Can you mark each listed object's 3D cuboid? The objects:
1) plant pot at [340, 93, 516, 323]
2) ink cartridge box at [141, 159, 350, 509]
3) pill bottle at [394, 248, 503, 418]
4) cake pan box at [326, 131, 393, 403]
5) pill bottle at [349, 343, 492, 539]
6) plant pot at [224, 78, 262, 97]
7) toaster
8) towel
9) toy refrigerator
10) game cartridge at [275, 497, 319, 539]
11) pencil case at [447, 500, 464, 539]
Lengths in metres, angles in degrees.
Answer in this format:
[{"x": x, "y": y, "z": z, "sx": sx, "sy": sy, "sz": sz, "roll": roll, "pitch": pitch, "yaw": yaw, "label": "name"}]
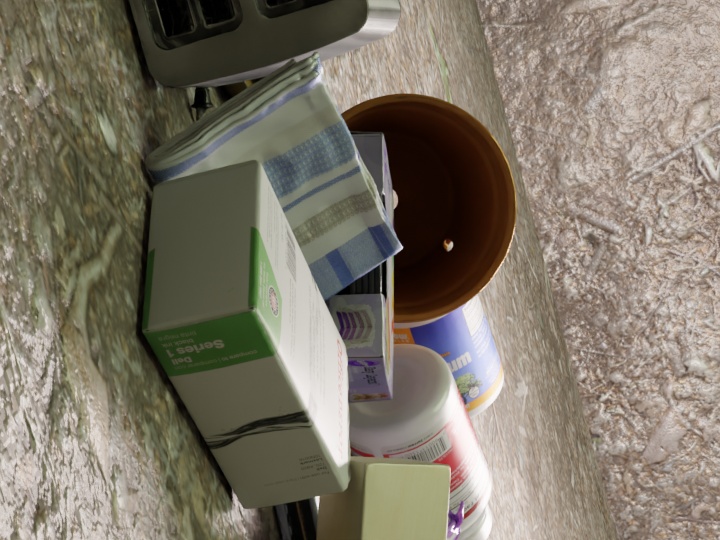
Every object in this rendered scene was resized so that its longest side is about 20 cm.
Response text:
[{"x": 0.032, "y": -0.060, "z": 1.868, "sx": 0.140, "sy": 0.199, "sz": 0.201, "roll": -136, "pitch": -149, "yaw": -82, "label": "plant pot"}, {"x": -0.075, "y": 0.049, "z": 1.441, "sx": 0.147, "sy": 0.084, "sz": 0.200, "roll": -91, "pitch": 164, "yaw": -45, "label": "ink cartridge box"}, {"x": 0.066, "y": 0.047, "z": 2.065, "sx": 0.112, "sy": 0.112, "sz": 0.201, "roll": -87, "pitch": 160, "yaw": -55, "label": "pill bottle"}, {"x": 0.000, "y": 0.000, "z": 1.677, "sx": 0.200, "sy": 0.052, "sz": 0.185, "roll": 77, "pitch": 11, "yaw": -75, "label": "cake pan box"}, {"x": 0.054, "y": 0.170, "z": 1.862, "sx": 0.113, "sy": 0.112, "sz": 0.200, "roll": -91, "pitch": 164, "yaw": -47, "label": "pill bottle"}, {"x": -0.106, "y": -0.218, "z": 1.745, "sx": 0.200, "sy": 0.027, "sz": 0.201, "roll": -14, "pitch": 90, "yaw": -78, "label": "plant pot"}, {"x": -0.079, "y": -0.226, "z": 1.514, "sx": 0.119, "sy": 0.180, "sz": 0.201, "roll": -29, "pitch": 105, "yaw": -75, "label": "toaster"}, {"x": -0.058, "y": -0.047, "z": 1.498, "sx": 0.024, "sy": 0.147, "sz": 0.200, "roll": 48, "pitch": -12, "yaw": 48, "label": "towel"}, {"x": 0.011, "y": 0.237, "z": 1.501, "sx": 0.070, "sy": 0.076, "sz": 0.201, "roll": 1, "pitch": -93, "yaw": 59, "label": "toy refrigerator"}, {"x": -0.039, "y": 0.163, "z": 1.619, "sx": 0.133, "sy": 0.041, "sz": 0.201, "roll": -2, "pitch": 79, "yaw": -74, "label": "game cartridge"}, {"x": 0.036, "y": 0.275, "z": 1.608, "sx": 0.084, "sy": 0.085, "sz": 0.201, "roll": -67, "pitch": 159, "yaw": -68, "label": "pencil case"}]
